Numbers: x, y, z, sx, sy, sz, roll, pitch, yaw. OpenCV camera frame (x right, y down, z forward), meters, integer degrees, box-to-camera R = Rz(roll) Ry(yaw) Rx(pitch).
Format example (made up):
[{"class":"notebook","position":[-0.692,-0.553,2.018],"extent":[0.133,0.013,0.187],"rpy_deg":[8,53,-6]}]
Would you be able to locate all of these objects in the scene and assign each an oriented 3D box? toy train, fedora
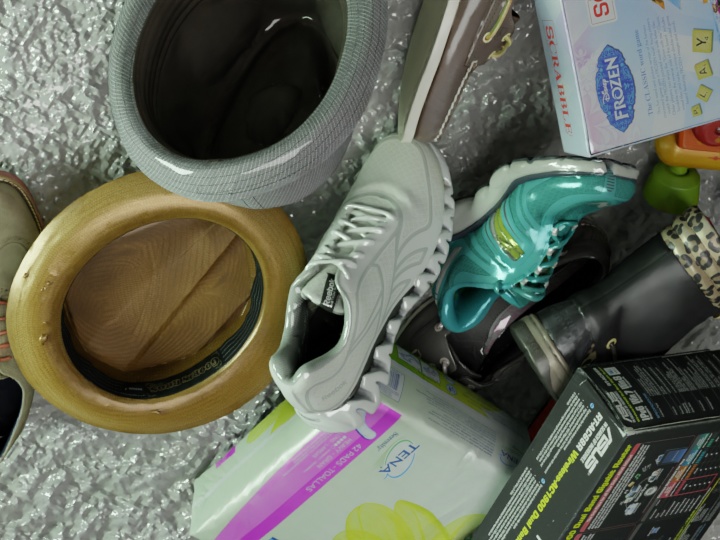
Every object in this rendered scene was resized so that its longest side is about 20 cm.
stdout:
[{"class":"toy train","position":[0.210,-0.086,1.467],"extent":[0.199,0.085,0.116],"rpy_deg":[4,132,-13]},{"class":"fedora","position":[-0.058,-0.117,1.356],"extent":[0.176,0.201,0.090],"rpy_deg":[-7,152,16]},{"class":"fedora","position":[-0.131,0.009,1.447],"extent":[0.200,0.082,0.201],"rpy_deg":[-5,120,-8]}]

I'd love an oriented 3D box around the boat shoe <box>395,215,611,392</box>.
[{"class":"boat shoe","position":[0.087,0.038,1.520],"extent":[0.200,0.057,0.067],"rpy_deg":[-43,118,14]}]

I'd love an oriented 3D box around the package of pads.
[{"class":"package of pads","position":[0.003,0.145,1.534],"extent":[0.154,0.068,0.200],"rpy_deg":[31,126,-24]}]

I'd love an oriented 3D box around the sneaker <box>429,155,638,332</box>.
[{"class":"sneaker","position":[0.110,-0.019,1.431],"extent":[0.077,0.080,0.200],"rpy_deg":[8,156,-30]}]

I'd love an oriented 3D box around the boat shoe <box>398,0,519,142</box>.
[{"class":"boat shoe","position":[0.072,-0.167,1.395],"extent":[0.059,0.072,0.201],"rpy_deg":[12,111,-14]}]

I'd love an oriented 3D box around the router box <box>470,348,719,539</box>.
[{"class":"router box","position":[0.172,0.144,1.486],"extent":[0.149,0.062,0.200],"rpy_deg":[-5,137,-37]}]

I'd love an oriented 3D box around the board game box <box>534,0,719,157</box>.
[{"class":"board game box","position":[0.199,-0.190,1.361],"extent":[0.199,0.041,0.201],"rpy_deg":[-15,101,-17]}]

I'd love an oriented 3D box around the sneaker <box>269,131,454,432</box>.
[{"class":"sneaker","position":[0.000,0.000,1.419],"extent":[0.081,0.075,0.201],"rpy_deg":[38,68,-55]}]

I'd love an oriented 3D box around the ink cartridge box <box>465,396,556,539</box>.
[{"class":"ink cartridge box","position":[0.134,0.189,1.619],"extent":[0.109,0.050,0.200],"rpy_deg":[24,113,-22]}]

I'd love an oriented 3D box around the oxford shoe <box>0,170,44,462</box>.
[{"class":"oxford shoe","position":[-0.232,0.034,1.446],"extent":[0.070,0.075,0.201],"rpy_deg":[-3,119,-8]}]

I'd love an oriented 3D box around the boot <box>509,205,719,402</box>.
[{"class":"boot","position":[0.192,0.039,1.497],"extent":[0.150,0.073,0.200],"rpy_deg":[-37,149,7]}]
